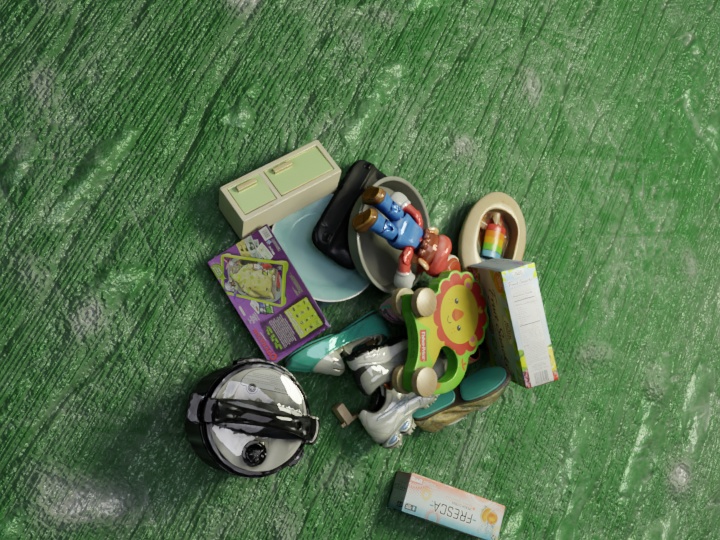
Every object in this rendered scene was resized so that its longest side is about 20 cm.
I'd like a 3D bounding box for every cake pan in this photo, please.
[{"bbox_3d":[0.049,-0.061,1.410,0.199,0.036,0.203,0,91,-47],"label":"cake pan"}]

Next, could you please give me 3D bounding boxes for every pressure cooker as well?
[{"bbox_3d":[-0.167,0.228,1.241,0.175,0.200,0.180,-32,94,-23],"label":"pressure cooker"}]

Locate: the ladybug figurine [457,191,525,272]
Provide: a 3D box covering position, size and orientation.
[{"bbox_3d":[0.239,-0.047,1.525,0.135,0.072,0.202,23,73,-17],"label":"ladybug figurine"}]

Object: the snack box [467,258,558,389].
[{"bbox_3d":[0.260,0.085,1.398,0.067,0.169,0.203,-16,97,-10],"label":"snack box"}]

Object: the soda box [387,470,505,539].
[{"bbox_3d":[0.151,0.413,1.420,0.198,0.063,0.069,24,73,-17],"label":"soda box"}]

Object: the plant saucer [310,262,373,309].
[{"bbox_3d":[0.000,0.000,1.447,0.198,0.019,0.071,-23,90,-23],"label":"plant saucer"}]

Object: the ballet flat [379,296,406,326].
[{"bbox_3d":[0.094,0.074,1.434,0.199,0.070,0.070,18,69,-57],"label":"ballet flat"}]

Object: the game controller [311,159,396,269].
[{"bbox_3d":[-0.006,-0.100,1.423,0.104,0.042,0.201,39,61,-19],"label":"game controller"}]

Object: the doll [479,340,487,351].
[{"bbox_3d":[0.243,0.108,1.516,0.199,0.048,0.137,40,64,-9],"label":"doll"}]

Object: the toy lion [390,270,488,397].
[{"bbox_3d":[0.140,0.101,1.347,0.190,0.068,0.203,2,87,-40],"label":"toy lion"}]

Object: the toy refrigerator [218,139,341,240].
[{"bbox_3d":[-0.135,-0.139,1.372,0.199,0.070,0.076,-30,72,-23],"label":"toy refrigerator"}]

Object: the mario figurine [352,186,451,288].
[{"bbox_3d":[0.065,-0.051,1.364,0.199,0.106,0.124,36,98,-30],"label":"mario figurine"}]

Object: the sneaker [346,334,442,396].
[{"bbox_3d":[0.066,0.153,1.369,0.198,0.074,0.080,-16,91,-32],"label":"sneaker"}]

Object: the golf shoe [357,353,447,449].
[{"bbox_3d":[0.076,0.204,1.390,0.097,0.078,0.200,44,66,-8],"label":"golf shoe"}]

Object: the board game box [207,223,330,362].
[{"bbox_3d":[-0.150,0.040,1.339,0.119,0.032,0.201,-32,87,-8],"label":"board game box"}]

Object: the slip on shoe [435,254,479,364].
[{"bbox_3d":[0.176,0.071,1.438,0.074,0.061,0.203,-13,98,-49],"label":"slip on shoe"}]

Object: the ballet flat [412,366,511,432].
[{"bbox_3d":[0.182,0.229,1.416,0.199,0.071,0.071,-28,93,19],"label":"ballet flat"}]

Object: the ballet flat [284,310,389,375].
[{"bbox_3d":[-0.031,0.136,1.379,0.199,0.068,0.071,-26,65,-26],"label":"ballet flat"}]

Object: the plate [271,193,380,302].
[{"bbox_3d":[-0.062,-0.039,1.410,0.198,0.026,0.203,6,69,-17],"label":"plate"}]

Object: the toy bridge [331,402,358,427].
[{"bbox_3d":[0.037,0.207,1.424,0.200,0.027,0.068,-41,99,-24],"label":"toy bridge"}]
